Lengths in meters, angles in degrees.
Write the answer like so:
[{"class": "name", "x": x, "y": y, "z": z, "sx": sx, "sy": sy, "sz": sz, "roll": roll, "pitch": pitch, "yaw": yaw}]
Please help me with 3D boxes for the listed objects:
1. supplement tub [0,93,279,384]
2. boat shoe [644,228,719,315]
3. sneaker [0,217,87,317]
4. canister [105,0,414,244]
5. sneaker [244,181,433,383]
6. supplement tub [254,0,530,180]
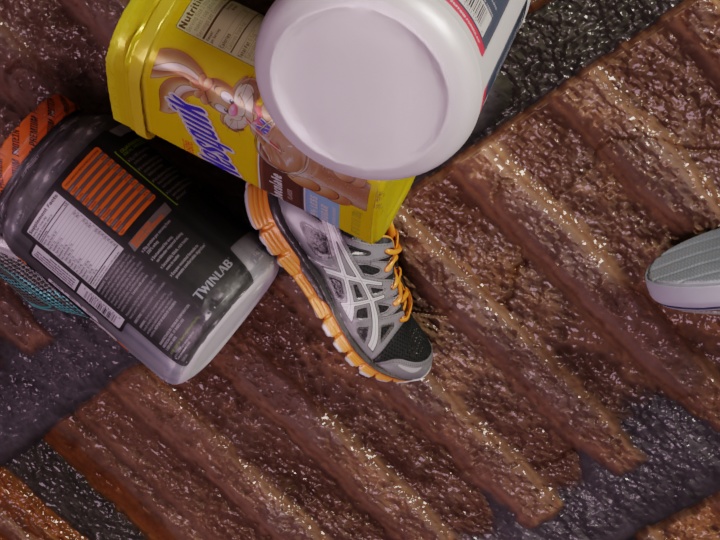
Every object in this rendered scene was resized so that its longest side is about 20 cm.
[{"class": "supplement tub", "x": -0.166, "y": -0.025, "z": 1.787, "sx": 0.200, "sy": 0.123, "sz": 0.123, "roll": 40, "pitch": 132, "yaw": 5}, {"class": "boat shoe", "x": 0.287, "y": 0.007, "z": 1.678, "sx": 0.199, "sy": 0.072, "sz": 0.062, "roll": -8, "pitch": 122, "yaw": 24}, {"class": "sneaker", "x": -0.205, "y": 0.002, "z": 1.886, "sx": 0.199, "sy": 0.078, "sz": 0.091, "roll": 30, "pitch": 149, "yaw": 0}, {"class": "canister", "x": -0.060, "y": -0.107, "z": 1.674, "sx": 0.199, "sy": 0.087, "sz": 0.149, "roll": 27, "pitch": 162, "yaw": 8}, {"class": "sneaker", "x": 0.000, "y": 0.000, "z": 1.789, "sx": 0.077, "sy": 0.078, "sz": 0.200, "roll": -28, "pitch": 121, "yaw": 16}, {"class": "supplement tub", "x": 0.027, "y": -0.160, "z": 1.552, "sx": 0.139, "sy": 0.200, "sz": 0.141, "roll": 9, "pitch": 126, "yaw": 13}]
